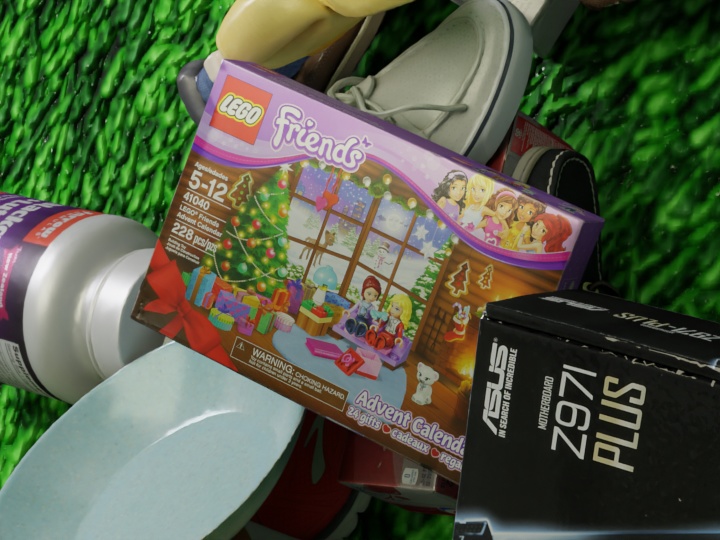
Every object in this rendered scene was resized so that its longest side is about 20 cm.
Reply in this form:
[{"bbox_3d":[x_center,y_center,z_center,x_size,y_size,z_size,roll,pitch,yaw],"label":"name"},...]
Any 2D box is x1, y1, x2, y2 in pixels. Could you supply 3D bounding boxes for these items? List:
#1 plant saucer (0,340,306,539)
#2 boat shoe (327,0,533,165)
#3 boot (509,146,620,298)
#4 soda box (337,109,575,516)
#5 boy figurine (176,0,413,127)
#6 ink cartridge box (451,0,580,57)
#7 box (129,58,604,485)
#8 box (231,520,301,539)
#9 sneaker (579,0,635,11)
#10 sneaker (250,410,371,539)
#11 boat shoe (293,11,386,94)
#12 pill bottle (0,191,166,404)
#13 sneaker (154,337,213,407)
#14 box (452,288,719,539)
[{"bbox_3d":[-0.101,0.108,1.155,0.200,0.039,0.202,-27,28,16],"label":"plant saucer"},{"bbox_3d":[0.000,-0.063,1.140,0.202,0.086,0.075,-50,46,14],"label":"boat shoe"},{"bbox_3d":[0.139,0.037,1.072,0.153,0.073,0.206,-6,77,38],"label":"boot"},{"bbox_3d":[0.052,0.022,1.161,0.070,0.063,0.202,1,72,43],"label":"soda box"},{"bbox_3d":[-0.018,-0.130,1.154,0.200,0.124,0.065,-34,83,54],"label":"boy figurine"},{"bbox_3d":[0.042,-0.218,1.210,0.199,0.067,0.117,35,95,14],"label":"ink cartridge box"},{"bbox_3d":[0.000,0.000,1.079,0.199,0.039,0.138,25,101,20],"label":"box"},{"bbox_3d":[-0.030,0.243,1.115,0.124,0.097,0.200,-47,48,14],"label":"box"},{"bbox_3d":[0.140,-0.165,1.117,0.198,0.070,0.076,12,117,25],"label":"sneaker"},{"bbox_3d":[-0.067,0.129,1.205,0.200,0.085,0.077,-49,49,14],"label":"sneaker"},{"bbox_3d":[-0.024,-0.143,1.277,0.072,0.068,0.201,160,133,-82],"label":"boat shoe"},{"bbox_3d":[-0.174,0.018,1.327,0.199,0.111,0.112,11,79,43],"label":"pill bottle"},{"bbox_3d":[-0.041,0.023,1.235,0.082,0.074,0.201,36,98,47],"label":"sneaker"},{"bbox_3d":[0.127,0.124,0.978,0.163,0.086,0.202,16,104,36],"label":"box"}]
